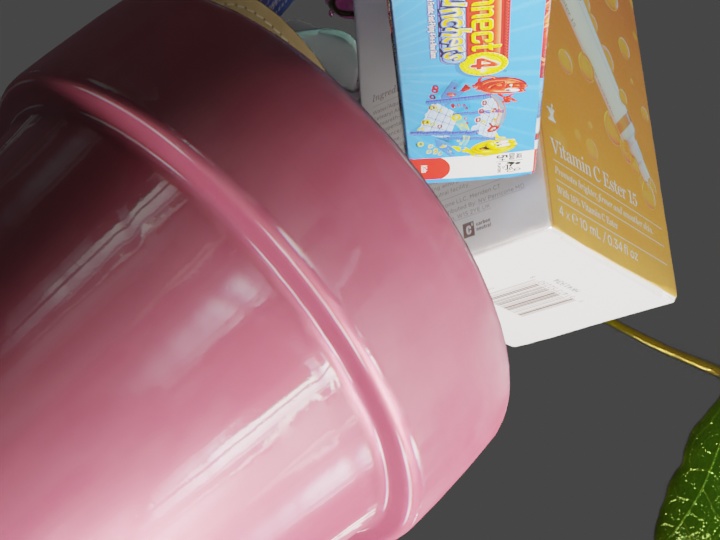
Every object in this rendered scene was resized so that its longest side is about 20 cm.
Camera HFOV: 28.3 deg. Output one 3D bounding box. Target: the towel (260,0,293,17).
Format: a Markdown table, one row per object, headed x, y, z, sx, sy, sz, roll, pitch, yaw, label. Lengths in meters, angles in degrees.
| x | y | z | sx | sy | sz | roll | pitch | yaw | label |
| --- | --- | --- | --- | --- | --- | --- | --- | --- | --- |
| -0.011 | -0.206 | 0.700 | 0.145 | 0.024 | 0.200 | -57 | 174 | -38 | towel |

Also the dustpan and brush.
| x | y | z | sx | sy | sz | roll | pitch | yaw | label |
| --- | --- | --- | --- | --- | --- | --- | --- | --- | --- |
| -0.027 | -0.103 | 0.887 | 0.140 | 0.057 | 0.200 | -65 | 175 | 30 | dustpan and brush |

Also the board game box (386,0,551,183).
| x | y | z | sx | sy | sz | roll | pitch | yaw | label |
| --- | --- | --- | --- | --- | --- | --- | --- | --- | --- |
| 0.037 | -0.164 | 0.546 | 0.196 | 0.056 | 0.201 | 78 | 10 | -70 | board game box |

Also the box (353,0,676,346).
| x | y | z | sx | sy | sz | roll | pitch | yaw | label |
| --- | --- | --- | --- | --- | --- | --- | --- | --- | --- |
| 0.073 | -0.080 | 0.699 | 0.124 | 0.097 | 0.201 | 22 | 56 | -49 | box |

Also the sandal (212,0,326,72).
| x | y | z | sx | sy | sz | roll | pitch | yaw | label |
| --- | --- | --- | --- | --- | --- | --- | --- | --- | --- |
| -0.035 | -0.047 | 0.703 | 0.078 | 0.212 | 0.070 | -42 | -152 | -8 | sandal |

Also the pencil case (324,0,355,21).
| x | y | z | sx | sy | sz | roll | pitch | yaw | label |
| --- | --- | --- | --- | --- | --- | --- | --- | --- | --- |
| 0.074 | -0.141 | 0.906 | 0.094 | 0.200 | 0.091 | -52 | 178 | 40 | pencil case |

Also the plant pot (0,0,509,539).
| x | y | z | sx | sy | sz | roll | pitch | yaw | label |
| --- | --- | --- | --- | --- | --- | --- | --- | --- | --- |
| -0.081 | 0.041 | 0.459 | 0.179 | 0.200 | 0.200 | -42 | 167 | -27 | plant pot |
